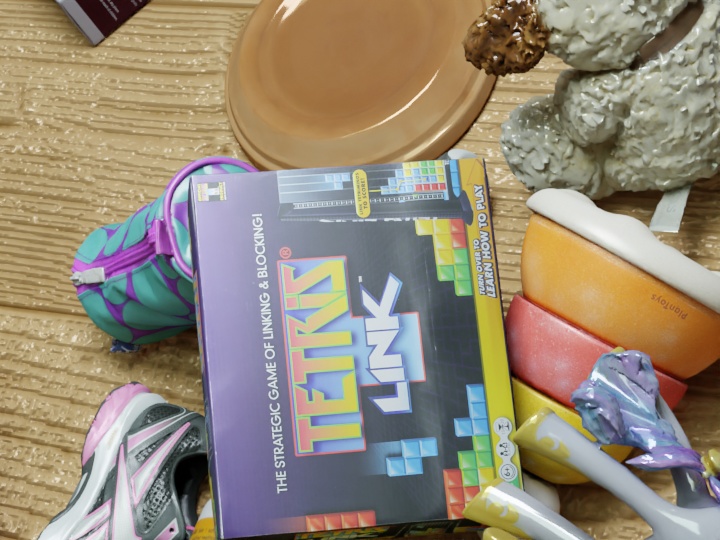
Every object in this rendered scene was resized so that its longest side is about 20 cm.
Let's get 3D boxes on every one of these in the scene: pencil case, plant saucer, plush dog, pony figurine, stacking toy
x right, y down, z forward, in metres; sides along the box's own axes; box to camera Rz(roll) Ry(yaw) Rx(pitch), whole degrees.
[{"bbox_3d":[-0.112,-0.008,1.230,0.092,0.200,0.086,-4,80,-25],"label":"pencil case"},{"bbox_3d":[-0.004,-0.146,1.352,0.199,0.037,0.201,-11,57,18],"label":"plant saucer"},{"bbox_3d":[0.161,-0.137,1.167,0.200,0.172,0.160,-43,30,-3],"label":"plush dog"},{"bbox_3d":[0.163,0.136,0.973,0.200,0.166,0.193,46,112,16],"label":"pony figurine"},{"bbox_3d":[0.117,0.067,1.136,0.146,0.146,0.201,31,93,34],"label":"stacking toy"}]

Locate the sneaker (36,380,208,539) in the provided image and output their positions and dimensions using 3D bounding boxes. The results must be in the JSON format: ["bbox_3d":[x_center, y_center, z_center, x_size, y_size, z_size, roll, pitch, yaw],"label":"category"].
[{"bbox_3d":[-0.139,0.166,1.209,0.086,0.080,0.201,14,73,18],"label":"sneaker"}]

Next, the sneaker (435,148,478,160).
[{"bbox_3d":[0.000,0.000,1.245,0.082,0.077,0.200,27,74,40],"label":"sneaker"}]

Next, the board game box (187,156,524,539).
[{"bbox_3d":[-0.005,0.044,1.093,0.164,0.057,0.201,-4,75,-9],"label":"board game box"}]

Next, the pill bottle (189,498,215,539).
[{"bbox_3d":[-0.052,0.191,1.131,0.110,0.111,0.201,10,66,28],"label":"pill bottle"}]

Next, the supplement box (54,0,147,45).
[{"bbox_3d":[-0.156,-0.272,1.478,0.200,0.061,0.109,-40,55,-1],"label":"supplement box"}]
